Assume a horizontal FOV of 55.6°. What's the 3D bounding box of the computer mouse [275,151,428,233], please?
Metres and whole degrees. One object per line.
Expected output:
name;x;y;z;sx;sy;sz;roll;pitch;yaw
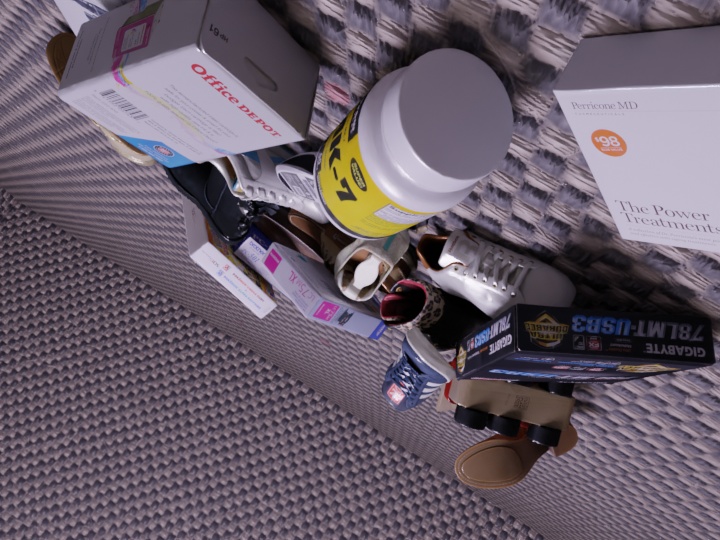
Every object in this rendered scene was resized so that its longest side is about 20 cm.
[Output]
computer mouse;-0.010;-0.101;0.779;0.196;0.045;0.110;19;163;26

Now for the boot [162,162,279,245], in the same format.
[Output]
boot;-0.201;-0.138;0.968;0.200;0.073;0.162;54;149;1

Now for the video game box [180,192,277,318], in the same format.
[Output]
video game box;-0.227;-0.041;1.174;0.182;0.046;0.202;45;-167;-39

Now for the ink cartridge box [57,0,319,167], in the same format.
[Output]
ink cartridge box;-0.156;-0.177;0.636;0.196;0.087;0.144;-2;158;35

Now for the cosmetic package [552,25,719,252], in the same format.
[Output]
cosmetic package;0.231;-0.070;0.401;0.198;0.052;0.151;14;152;48

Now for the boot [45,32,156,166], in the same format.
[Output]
boot;-0.372;-0.242;1.007;0.200;0.073;0.155;46;169;-12

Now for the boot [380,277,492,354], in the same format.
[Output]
boot;0.090;0.063;0.908;0.148;0.075;0.198;18;168;-30

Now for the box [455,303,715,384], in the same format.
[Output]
box;0.216;0.083;0.703;0.195;0.051;0.199;4;163;-8

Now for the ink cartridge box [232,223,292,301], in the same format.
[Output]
ink cartridge box;-0.139;-0.009;1.181;0.200;0.044;0.095;42;-166;-33

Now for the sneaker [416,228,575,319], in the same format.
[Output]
sneaker;0.133;0.003;0.738;0.198;0.074;0.085;15;158;50

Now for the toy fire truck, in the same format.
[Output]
toy fire truck;0.194;0.184;1.013;0.172;0.132;0.200;14;-176;-11

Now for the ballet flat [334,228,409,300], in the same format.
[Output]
ballet flat;0.000;0.000;0.815;0.067;0.063;0.201;30;151;-1

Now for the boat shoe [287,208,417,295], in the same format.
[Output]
boat shoe;-0.020;-0.031;0.927;0.197;0.075;0.076;26;162;22

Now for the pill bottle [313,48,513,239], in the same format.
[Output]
pill bottle;0.037;-0.098;0.571;0.113;0.116;0.199;36;163;-12

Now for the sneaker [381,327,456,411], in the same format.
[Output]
sneaker;0.063;0.131;0.837;0.075;0.084;0.200;48;174;18

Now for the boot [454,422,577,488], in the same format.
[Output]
boot;0.233;0.268;1.078;0.155;0.195;0.075;-115;8;-85

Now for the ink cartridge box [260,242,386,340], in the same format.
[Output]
ink cartridge box;-0.035;0.034;0.932;0.198;0.042;0.119;21;-160;-52

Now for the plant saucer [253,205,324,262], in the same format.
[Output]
plant saucer;-0.094;-0.044;1.072;0.199;0.032;0.200;38;170;7

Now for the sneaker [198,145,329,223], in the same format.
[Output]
sneaker;-0.118;-0.117;0.865;0.199;0.082;0.076;37;161;-16

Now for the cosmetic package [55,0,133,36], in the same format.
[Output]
cosmetic package;-0.253;-0.272;0.716;0.149;0.052;0.201;32;164;13
